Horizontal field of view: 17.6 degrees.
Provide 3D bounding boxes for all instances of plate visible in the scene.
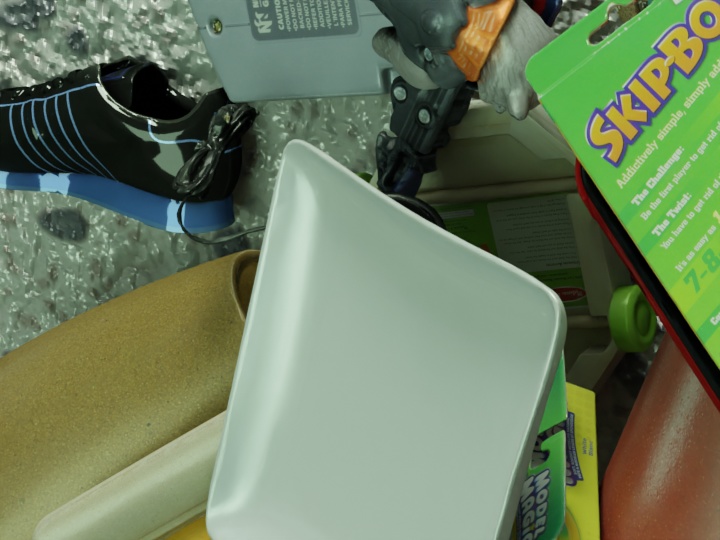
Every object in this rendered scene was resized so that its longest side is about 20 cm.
[{"bbox_3d":[0.011,0.067,1.007,0.200,0.032,0.201,33,116,47],"label":"plate"}]

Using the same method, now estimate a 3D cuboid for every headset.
[{"bbox_3d":[0.000,0.000,1.120,0.199,0.094,0.124,32,141,-6],"label":"headset"}]

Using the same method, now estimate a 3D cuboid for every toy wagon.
[{"bbox_3d":[0.072,0.016,1.150,0.154,0.039,0.202,-4,105,35],"label":"toy wagon"}]

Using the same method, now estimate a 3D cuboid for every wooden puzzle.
[{"bbox_3d":[-0.039,0.146,1.159,0.184,0.200,0.037,-30,46,8],"label":"wooden puzzle"}]

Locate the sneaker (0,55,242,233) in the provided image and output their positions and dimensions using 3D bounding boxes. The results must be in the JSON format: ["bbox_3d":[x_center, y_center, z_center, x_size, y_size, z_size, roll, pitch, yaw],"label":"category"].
[{"bbox_3d":[-0.150,-0.081,1.247,0.198,0.070,0.079,14,111,22],"label":"sneaker"}]

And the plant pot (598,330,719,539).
[{"bbox_3d":[0.182,0.126,1.034,0.200,0.200,0.197,25,111,24],"label":"plant pot"}]

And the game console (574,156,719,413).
[{"bbox_3d":[0.194,-0.026,0.941,0.176,0.031,0.201,-36,60,10],"label":"game console"}]

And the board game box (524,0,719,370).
[{"bbox_3d":[0.151,-0.036,0.932,0.095,0.030,0.201,-36,63,10],"label":"board game box"}]

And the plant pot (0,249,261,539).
[{"bbox_3d":[-0.103,0.083,1.219,0.200,0.186,0.187,-40,83,25],"label":"plant pot"}]

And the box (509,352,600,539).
[{"bbox_3d":[0.055,0.133,1.056,0.048,0.118,0.200,18,135,-14],"label":"box"}]

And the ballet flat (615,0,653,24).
[{"bbox_3d":[0.131,-0.170,1.039,0.065,0.070,0.202,13,114,59],"label":"ballet flat"}]

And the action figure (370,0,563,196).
[{"bbox_3d":[0.008,-0.117,1.067,0.193,0.104,0.201,30,120,22],"label":"action figure"}]

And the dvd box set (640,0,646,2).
[{"bbox_3d":[0.183,-0.215,0.955,0.199,0.029,0.147,-21,99,18],"label":"dvd box set"}]

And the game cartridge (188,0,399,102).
[{"bbox_3d":[-0.037,-0.185,1.151,0.132,0.041,0.202,2,108,37],"label":"game cartridge"}]
